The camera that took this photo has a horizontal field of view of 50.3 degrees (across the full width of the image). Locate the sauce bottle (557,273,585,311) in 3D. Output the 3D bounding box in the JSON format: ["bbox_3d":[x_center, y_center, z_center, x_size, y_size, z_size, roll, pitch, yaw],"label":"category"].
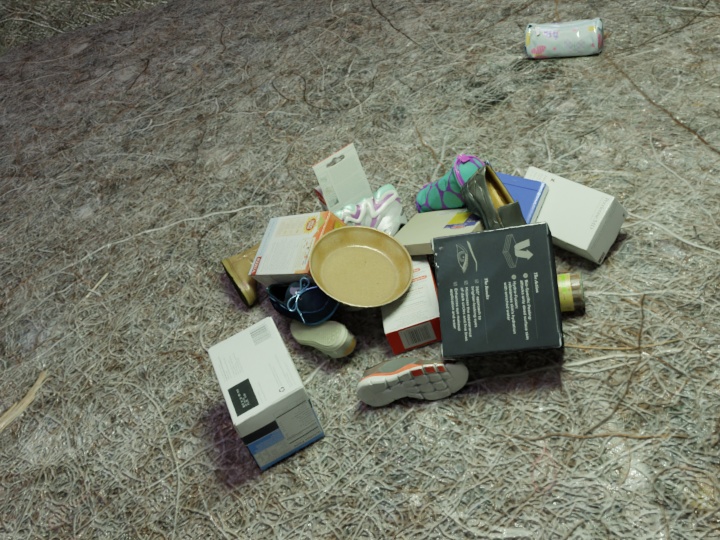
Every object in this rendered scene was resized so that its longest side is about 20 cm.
[{"bbox_3d":[0.295,0.048,1.355,0.194,0.066,0.066,-9,41,15],"label":"sauce bottle"}]

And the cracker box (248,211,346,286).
[{"bbox_3d":[-0.128,-0.040,1.535,0.197,0.057,0.137,-1,62,47],"label":"cracker box"}]

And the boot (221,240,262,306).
[{"bbox_3d":[-0.194,-0.026,1.663,0.197,0.067,0.175,-29,41,-11],"label":"boot"}]

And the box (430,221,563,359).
[{"bbox_3d":[0.231,0.039,1.282,0.194,0.117,0.203,-7,81,18],"label":"box"}]

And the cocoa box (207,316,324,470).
[{"bbox_3d":[-0.165,0.211,1.332,0.131,0.133,0.201,-27,39,-7],"label":"cocoa box"}]

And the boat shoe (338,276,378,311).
[{"bbox_3d":[-0.049,0.035,1.490,0.197,0.065,0.075,-9,56,42],"label":"boat shoe"}]

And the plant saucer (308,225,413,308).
[{"bbox_3d":[0.000,0.000,1.424,0.194,0.036,0.204,4,48,-5],"label":"plant saucer"}]

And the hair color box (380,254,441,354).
[{"bbox_3d":[0.093,0.052,1.445,0.108,0.065,0.203,-18,41,9],"label":"hair color box"}]

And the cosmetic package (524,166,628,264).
[{"bbox_3d":[0.385,-0.106,1.443,0.198,0.080,0.115,28,90,45],"label":"cosmetic package"}]

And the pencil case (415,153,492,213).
[{"bbox_3d":[0.183,-0.162,1.543,0.083,0.095,0.200,-13,-10,-23],"label":"pencil case"}]

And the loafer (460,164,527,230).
[{"bbox_3d":[0.260,-0.099,1.379,0.072,0.073,0.201,-28,72,-37],"label":"loafer"}]

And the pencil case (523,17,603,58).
[{"bbox_3d":[0.517,-0.591,1.946,0.195,0.092,0.084,6,46,29],"label":"pencil case"}]

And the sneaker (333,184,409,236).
[{"bbox_3d":[0.019,-0.077,1.592,0.197,0.078,0.142,-30,83,-12],"label":"sneaker"}]

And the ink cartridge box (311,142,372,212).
[{"bbox_3d":[-0.035,-0.167,1.637,0.107,0.203,0.050,-31,34,-13],"label":"ink cartridge box"}]

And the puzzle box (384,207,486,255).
[{"bbox_3d":[0.154,-0.075,1.472,0.197,0.026,0.133,-4,30,43],"label":"puzzle box"}]

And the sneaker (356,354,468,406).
[{"bbox_3d":[0.087,0.170,1.310,0.194,0.078,0.083,-10,34,14],"label":"sneaker"}]

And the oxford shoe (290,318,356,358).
[{"bbox_3d":[-0.073,0.120,1.456,0.198,0.057,0.076,17,72,56],"label":"oxford shoe"}]

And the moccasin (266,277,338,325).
[{"bbox_3d":[-0.120,0.059,1.463,0.197,0.068,0.082,-6,48,49],"label":"moccasin"}]

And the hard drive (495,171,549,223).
[{"bbox_3d":[0.265,-0.082,1.464,0.130,0.025,0.204,19,84,44],"label":"hard drive"}]
